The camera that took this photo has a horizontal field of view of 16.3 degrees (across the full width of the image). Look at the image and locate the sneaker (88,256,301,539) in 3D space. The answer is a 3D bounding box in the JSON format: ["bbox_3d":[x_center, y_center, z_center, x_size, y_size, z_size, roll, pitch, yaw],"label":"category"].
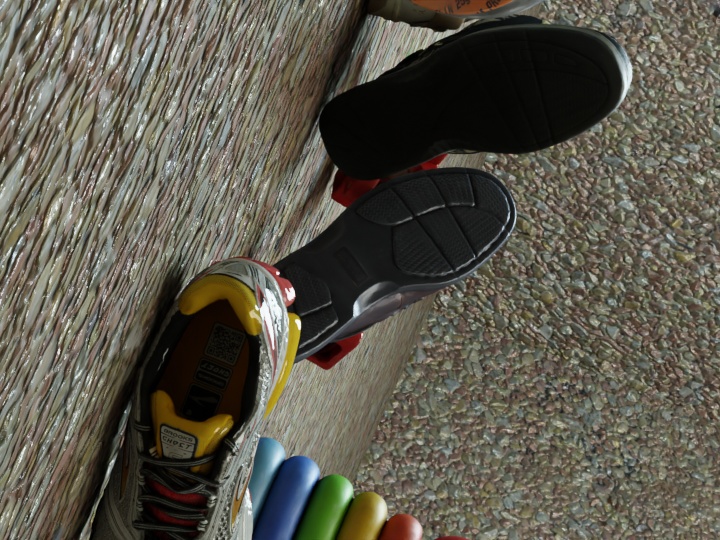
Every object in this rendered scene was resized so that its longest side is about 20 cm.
[{"bbox_3d":[-0.086,0.089,1.163,0.082,0.078,0.200,13,90,-82],"label":"sneaker"}]

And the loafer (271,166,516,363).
[{"bbox_3d":[0.000,0.000,1.459,0.200,0.072,0.063,-29,174,-28],"label":"loafer"}]

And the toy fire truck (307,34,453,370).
[{"bbox_3d":[0.018,-0.045,1.623,0.200,0.049,0.141,-49,-161,34],"label":"toy fire truck"}]

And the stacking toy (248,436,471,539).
[{"bbox_3d":[-0.018,0.143,1.362,0.085,0.200,0.085,22,90,-86],"label":"stacking toy"}]

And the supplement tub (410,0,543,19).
[{"bbox_3d":[0.065,-0.194,1.220,0.200,0.122,0.123,-55,166,-66],"label":"supplement tub"}]

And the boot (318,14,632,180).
[{"bbox_3d":[0.092,-0.118,1.467,0.154,0.203,0.074,-34,107,-51],"label":"boot"}]

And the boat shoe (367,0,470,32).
[{"bbox_3d":[0.053,-0.178,1.554,0.200,0.064,0.071,-55,166,-72],"label":"boat shoe"}]
